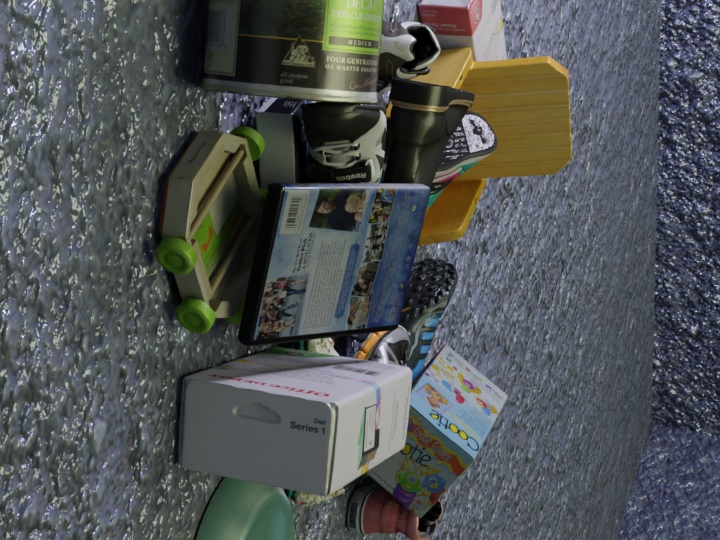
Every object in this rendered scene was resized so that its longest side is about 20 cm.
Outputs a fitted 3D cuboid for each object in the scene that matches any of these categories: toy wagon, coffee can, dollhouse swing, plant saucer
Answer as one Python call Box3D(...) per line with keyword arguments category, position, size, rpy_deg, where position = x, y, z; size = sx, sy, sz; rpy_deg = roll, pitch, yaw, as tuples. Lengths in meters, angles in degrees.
Box3D(category="toy wagon", position=(-0.117, -0.019, 1.210), size=(0.200, 0.040, 0.155), rpy_deg=(80, 27, -43))
Box3D(category="coffee can", position=(-0.050, -0.241, 1.154), size=(0.146, 0.146, 0.200), rpy_deg=(-18, 114, -68))
Box3D(category="dollhouse swing", position=(0.145, -0.141, 1.686), size=(0.200, 0.176, 0.182), rpy_deg=(80, 26, -42))
Box3D(category="plant saucer", position=(-0.106, 0.283, 1.359), size=(0.200, 0.036, 0.200), rpy_deg=(8, 90, -70))

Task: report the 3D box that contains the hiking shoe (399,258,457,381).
Box3D(category="hiking shoe", position=(0.054, 0.070, 1.687), size=(0.200, 0.074, 0.087), rpy_deg=(-55, 156, -34))

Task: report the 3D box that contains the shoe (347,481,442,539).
Box3D(category="shoe", position=(0.061, 0.282, 1.734), size=(0.200, 0.091, 0.072), rpy_deg=(-15, 111, -69))

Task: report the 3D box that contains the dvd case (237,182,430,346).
Box3D(category="dvd case", position=(-0.020, -0.008, 1.268), size=(0.200, 0.018, 0.143), rpy_deg=(-4, 112, -49))

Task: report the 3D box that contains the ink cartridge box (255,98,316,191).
Box3D(category="ink cartridge box", position=(-0.064, -0.064, 1.321), size=(0.099, 0.039, 0.200), rpy_deg=(-64, 156, -64))

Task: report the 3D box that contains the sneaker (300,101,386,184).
Box3D(category="sneaker", position=(-0.011, -0.100, 1.286), size=(0.200, 0.074, 0.089), rpy_deg=(41, 51, -78))

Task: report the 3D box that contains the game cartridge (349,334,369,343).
Box3D(category="game cartridge", position=(0.000, 0.000, 1.501), size=(0.130, 0.038, 0.200), rpy_deg=(-59, 157, -3))

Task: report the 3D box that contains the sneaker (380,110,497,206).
Box3D(category="sneaker", position=(0.049, -0.114, 1.541), size=(0.200, 0.121, 0.084), rpy_deg=(-12, 69, -50))

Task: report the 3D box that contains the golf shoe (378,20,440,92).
Box3D(category="golf shoe", position=(0.044, -0.223, 1.498), size=(0.200, 0.094, 0.078), rpy_deg=(-21, 116, -69))

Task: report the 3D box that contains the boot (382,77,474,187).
Box3D(category="boot", position=(0.056, -0.118, 1.417), size=(0.200, 0.077, 0.138), rpy_deg=(-17, 117, -72))

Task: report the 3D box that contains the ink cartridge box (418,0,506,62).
Box3D(category="ink cartridge box", position=(0.130, -0.271, 1.755), size=(0.117, 0.067, 0.200), rpy_deg=(-63, 151, -42))

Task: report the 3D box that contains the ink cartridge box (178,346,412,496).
Box3D(category="ink cartridge box", position=(-0.055, 0.130, 1.279), size=(0.200, 0.145, 0.084), rpy_deg=(-14, 110, -69))

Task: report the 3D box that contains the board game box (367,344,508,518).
Box3D(category="board game box", position=(0.086, 0.185, 1.676), size=(0.103, 0.105, 0.200), rpy_deg=(-51, 177, 22))

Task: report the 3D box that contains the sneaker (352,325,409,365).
Box3D(category="sneaker", position=(0.011, 0.136, 1.533), size=(0.200, 0.077, 0.078), rpy_deg=(-55, 169, -42))

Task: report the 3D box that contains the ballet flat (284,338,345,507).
Box3D(category="ballet flat", position=(-0.040, 0.137, 1.424), size=(0.076, 0.064, 0.200), rpy_deg=(-143, -124, -76))
